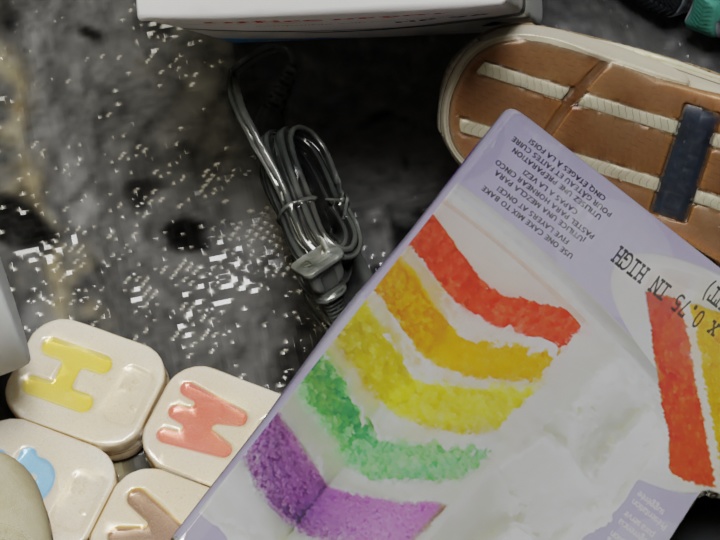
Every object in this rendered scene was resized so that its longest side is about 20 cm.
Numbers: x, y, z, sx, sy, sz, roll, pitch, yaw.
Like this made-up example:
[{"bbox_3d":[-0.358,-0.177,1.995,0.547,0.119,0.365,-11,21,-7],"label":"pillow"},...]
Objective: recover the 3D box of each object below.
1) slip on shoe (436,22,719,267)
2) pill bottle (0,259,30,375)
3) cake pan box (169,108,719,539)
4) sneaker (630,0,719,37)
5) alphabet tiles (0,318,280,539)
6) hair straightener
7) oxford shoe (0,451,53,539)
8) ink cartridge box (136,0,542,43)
[{"bbox_3d":[0.120,-0.027,0.858,0.200,0.061,0.076,19,98,-2],"label":"slip on shoe"},{"bbox_3d":[-0.210,0.023,0.800,0.200,0.111,0.111,-19,61,-6],"label":"pill bottle"},{"bbox_3d":[0.067,0.080,0.760,0.200,0.052,0.184,40,65,1],"label":"cake pan box"},{"bbox_3d":[0.173,-0.102,0.896,0.200,0.074,0.088,39,61,20],"label":"sneaker"},{"bbox_3d":[-0.097,0.111,0.809,0.195,0.015,0.200,20,63,12],"label":"alphabet tiles"},{"bbox_3d":[0.000,0.000,0.834,0.041,0.077,0.200,-21,62,-1],"label":"hair straightener"},{"bbox_3d":[-0.118,0.114,0.732,0.071,0.074,0.200,15,39,-8],"label":"oxford shoe"},{"bbox_3d":[-0.006,-0.111,0.821,0.116,0.200,0.068,-2,92,8],"label":"ink cartridge box"}]
